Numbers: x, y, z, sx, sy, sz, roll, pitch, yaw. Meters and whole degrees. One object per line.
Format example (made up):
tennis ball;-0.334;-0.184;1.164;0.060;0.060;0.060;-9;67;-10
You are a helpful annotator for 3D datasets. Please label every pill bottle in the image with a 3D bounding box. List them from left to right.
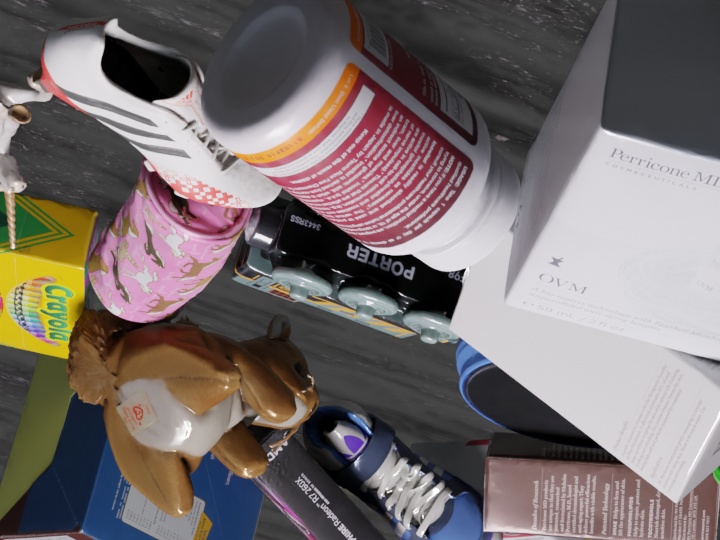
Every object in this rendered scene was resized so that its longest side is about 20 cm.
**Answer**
pill bottle;0.007;-0.080;1.114;0.113;0.113;0.200;-11;146;41

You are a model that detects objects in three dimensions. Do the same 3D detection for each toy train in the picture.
toy train;0.000;0.000;1.334;0.199;0.086;0.114;19;166;-18

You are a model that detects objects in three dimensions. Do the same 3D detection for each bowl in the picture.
bowl;0.175;0.095;1.491;0.200;0.040;0.201;10;155;5

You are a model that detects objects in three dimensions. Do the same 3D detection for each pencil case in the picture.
pencil case;-0.142;-0.026;1.331;0.082;0.087;0.200;5;157;-19

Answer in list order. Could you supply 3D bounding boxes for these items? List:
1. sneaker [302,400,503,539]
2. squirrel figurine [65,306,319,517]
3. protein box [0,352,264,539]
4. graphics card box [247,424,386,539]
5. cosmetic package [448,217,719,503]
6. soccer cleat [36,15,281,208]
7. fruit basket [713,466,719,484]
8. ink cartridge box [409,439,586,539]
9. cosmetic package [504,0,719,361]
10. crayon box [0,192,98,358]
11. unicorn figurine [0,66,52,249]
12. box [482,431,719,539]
sneaker;0.025;0.189;1.634;0.200;0.081;0.146;37;180;43
squirrel figurine;-0.132;0.083;1.476;0.199;0.142;0.186;27;-154;27
protein box;-0.201;0.183;1.658;0.134;0.199;0.200;-9;148;40
graphics card box;-0.057;0.192;1.623;0.200;0.051;0.125;52;169;-32
cosmetic package;0.166;0.042;1.191;0.200;0.085;0.108;40;135;22
soccer cleat;-0.118;-0.102;1.184;0.200;0.069;0.085;35;151;-31
fruit basket;0.261;0.051;1.257;0.214;0.156;0.216;-6;158;-2
ink cartridge box;0.152;0.239;1.750;0.145;0.084;0.200;-8;148;36
cosmetic package;0.209;-0.049;1.056;0.198;0.123;0.200;14;148;-4
crayon box;-0.303;-0.001;1.487;0.172;0.059;0.200;13;155;-2
unicorn figurine;-0.270;-0.112;1.241;0.200;0.074;0.137;41;155;-22
box;0.207;0.189;1.569;0.199;0.075;0.100;5;-173;7
